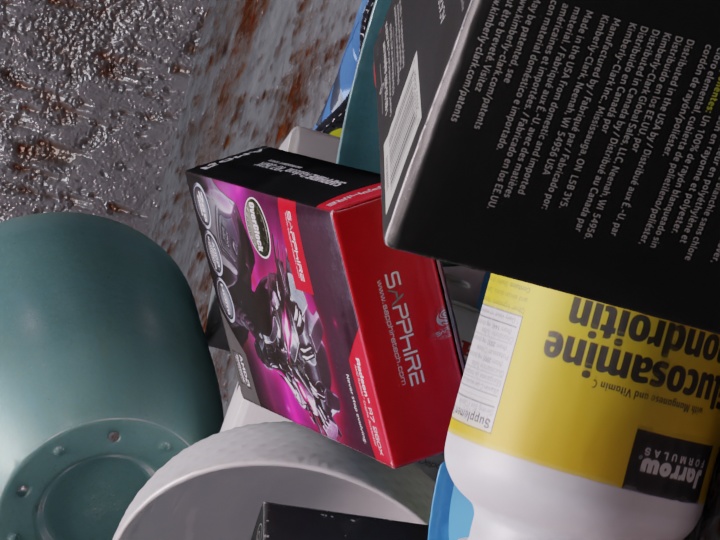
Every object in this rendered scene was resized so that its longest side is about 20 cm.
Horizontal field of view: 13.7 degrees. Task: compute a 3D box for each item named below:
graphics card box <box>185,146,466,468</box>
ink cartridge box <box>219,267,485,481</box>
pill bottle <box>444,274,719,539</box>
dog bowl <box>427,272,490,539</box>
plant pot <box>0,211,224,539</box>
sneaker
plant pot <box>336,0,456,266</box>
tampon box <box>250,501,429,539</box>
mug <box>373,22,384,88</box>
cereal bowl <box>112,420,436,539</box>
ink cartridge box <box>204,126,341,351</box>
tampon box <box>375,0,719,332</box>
[{"bbox_3d":[-0.016,0.013,1.423,0.200,0.051,0.126,21,127,66],"label":"graphics card box"},{"bbox_3d":[0.007,0.074,1.604,0.084,0.145,0.201,-83,12,-61],"label":"ink cartridge box"},{"bbox_3d":[0.099,0.049,1.249,0.112,0.112,0.201,-157,82,-80],"label":"pill bottle"},{"bbox_3d":[0.081,0.062,1.369,0.111,0.049,0.201,-166,89,-78],"label":"dog bowl"},{"bbox_3d":[-0.168,0.092,1.730,0.161,0.200,0.201,58,135,53],"label":"plant pot"},{"bbox_3d":[0.013,-0.130,2.111,0.079,0.066,0.201,-70,1,-61],"label":"sneaker"},{"bbox_3d":[0.078,-0.087,1.486,0.200,0.134,0.201,-165,90,-80],"label":"plant pot"},{"bbox_3d":[-0.007,0.238,1.439,0.150,0.126,0.201,-92,14,-48],"label":"tampon box"},{"bbox_3d":[0.108,-0.118,1.285,0.200,0.177,0.134,132,141,-59],"label":"mug"},{"bbox_3d":[-0.029,0.157,1.554,0.083,0.199,0.201,-75,6,-57],"label":"cereal bowl"},{"bbox_3d":[0.000,0.000,1.749,0.200,0.144,0.084,132,151,-70],"label":"ink cartridge box"},{"bbox_3d":[0.119,-0.070,1.024,0.150,0.199,0.127,-91,19,-60],"label":"tampon box"}]
